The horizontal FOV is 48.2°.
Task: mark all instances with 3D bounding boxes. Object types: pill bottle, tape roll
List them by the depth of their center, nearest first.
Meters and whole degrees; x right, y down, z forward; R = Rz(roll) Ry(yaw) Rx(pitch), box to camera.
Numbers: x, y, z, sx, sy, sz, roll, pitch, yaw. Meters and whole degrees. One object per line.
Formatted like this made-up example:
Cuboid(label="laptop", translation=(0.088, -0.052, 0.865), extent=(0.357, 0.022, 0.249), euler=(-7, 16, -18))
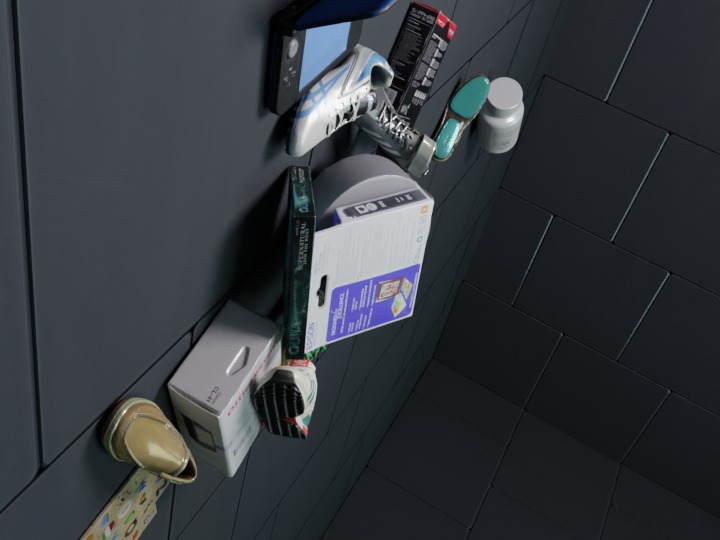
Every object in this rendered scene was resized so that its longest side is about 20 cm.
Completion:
Cuboid(label="tape roll", translation=(0.001, -0.059, 1.138), extent=(0.197, 0.066, 0.204), euler=(-18, 131, -22))
Cuboid(label="pill bottle", translation=(0.352, -0.392, 2.030), extent=(0.116, 0.113, 0.201), euler=(-59, 167, -16))

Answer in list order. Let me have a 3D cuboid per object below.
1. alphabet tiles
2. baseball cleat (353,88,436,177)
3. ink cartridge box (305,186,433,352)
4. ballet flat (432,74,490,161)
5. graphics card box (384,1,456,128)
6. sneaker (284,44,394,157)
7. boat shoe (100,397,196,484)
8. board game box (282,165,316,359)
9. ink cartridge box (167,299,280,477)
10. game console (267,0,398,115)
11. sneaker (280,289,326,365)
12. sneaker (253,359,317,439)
Cuboid(label="alphabet tiles", translation=(-0.308, 0.330, 1.026), extent=(0.201, 0.006, 0.168), euler=(-55, 165, -36))
Cuboid(label="baseball cleat", translation=(0.052, -0.199, 1.117), extent=(0.071, 0.105, 0.200), euler=(-64, 152, -12))
Cuboid(label="ink cartridge box", translation=(0.000, 0.000, 1.094), extent=(0.197, 0.043, 0.202), euler=(-17, 132, -32))
Cuboid(label="ballet flat", translation=(0.201, -0.323, 1.699), extent=(0.202, 0.067, 0.075), euler=(-60, -170, 6))
Cuboid(label="graphics card box", translation=(0.076, -0.298, 1.237), extent=(0.203, 0.050, 0.125), euler=(-68, 167, 14))
Cuboid(label="sneaker", translation=(-0.025, -0.203, 0.972), extent=(0.201, 0.072, 0.072), euler=(-53, 166, -34))
Cuboid(label="boat shoe", translation=(-0.229, 0.203, 0.925), extent=(0.072, 0.075, 0.201), euler=(-57, 163, -15))
Cuboid(label="board game box", translation=(-0.080, -0.011, 1.011), extent=(0.136, 0.027, 0.204), euler=(-103, -163, -58))
Cuboid(label="ink cartridge box", translation=(-0.171, 0.158, 1.059), extent=(0.149, 0.084, 0.202), euler=(-58, 165, -33))
Cuboid(label="game console", translation=(0.002, -0.259, 0.861), extent=(0.201, 0.117, 0.173), euler=(-52, 163, -41))
Cuboid(label="sneaker", translation=(-0.077, 0.102, 1.215), extent=(0.078, 0.086, 0.204), euler=(86, 11, -57))
Cuboid(label="sneaker", translation=(-0.094, 0.150, 1.062), extent=(0.201, 0.069, 0.095), euler=(90, 9, -60))
